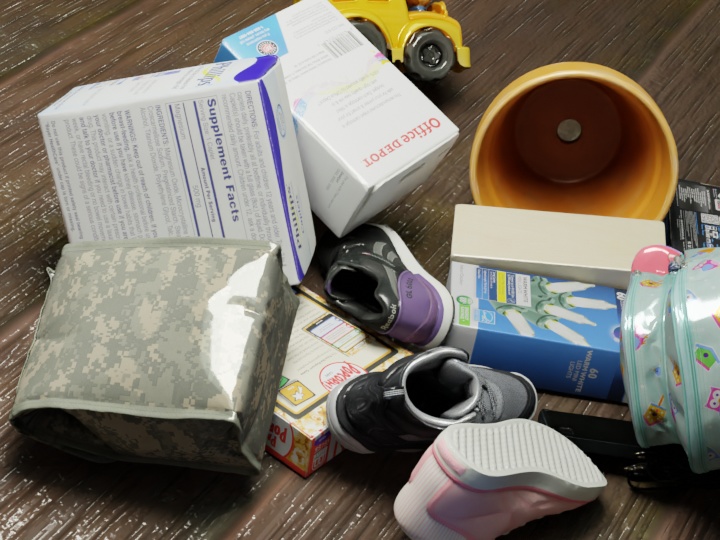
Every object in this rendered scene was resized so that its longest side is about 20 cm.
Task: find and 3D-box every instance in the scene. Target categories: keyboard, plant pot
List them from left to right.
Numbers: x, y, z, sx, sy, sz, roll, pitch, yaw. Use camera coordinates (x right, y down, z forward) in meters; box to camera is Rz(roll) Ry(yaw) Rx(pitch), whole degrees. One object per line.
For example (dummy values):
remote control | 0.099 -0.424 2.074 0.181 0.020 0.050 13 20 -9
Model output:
plant pot | 0.213 -0.124 1.527 0.200 0.200 0.183 10 20 2
keyboard | 0.250 0.161 1.270 0.200 0.040 0.104 8 12 0

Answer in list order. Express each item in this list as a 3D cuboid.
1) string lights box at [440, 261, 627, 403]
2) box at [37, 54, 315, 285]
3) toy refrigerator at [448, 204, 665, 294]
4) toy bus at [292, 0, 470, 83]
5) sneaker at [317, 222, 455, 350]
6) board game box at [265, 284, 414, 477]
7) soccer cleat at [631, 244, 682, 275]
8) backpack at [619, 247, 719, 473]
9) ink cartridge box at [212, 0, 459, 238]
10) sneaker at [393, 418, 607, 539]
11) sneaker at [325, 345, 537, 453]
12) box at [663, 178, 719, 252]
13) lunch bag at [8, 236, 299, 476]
string lights box | 0.174 0.057 1.361 0.200 0.059 0.103 9 34 -2
box | -0.155 -0.077 1.313 0.200 0.184 0.105 -7 18 10
toy refrigerator | 0.185 -0.006 1.427 0.200 0.070 0.076 5 43 3
toy bus | 0.018 -0.305 1.692 0.200 0.192 0.136 -1 6 -17
sneaker | 0.000 0.000 1.348 0.088 0.076 0.200 14 14 -35
board game box | -0.069 0.077 1.292 0.200 0.046 0.151 31 41 28
soccer cleat | 0.317 0.054 1.340 0.200 0.067 0.076 42 7 1
backpack | 0.286 0.072 1.205 0.153 0.176 0.200 -6 8 7
ink cartridge box | -0.028 -0.147 1.409 0.200 0.085 0.145 45 48 12
sneaker | 0.103 0.176 1.175 0.200 0.105 0.075 10 33 -47
sneaker | 0.080 0.105 1.204 0.200 0.114 0.076 -1 75 -31
box | 0.405 -0.011 1.517 0.198 0.050 0.200 11 35 1
lunch bag | -0.166 0.064 1.188 0.200 0.118 0.164 5 59 11
